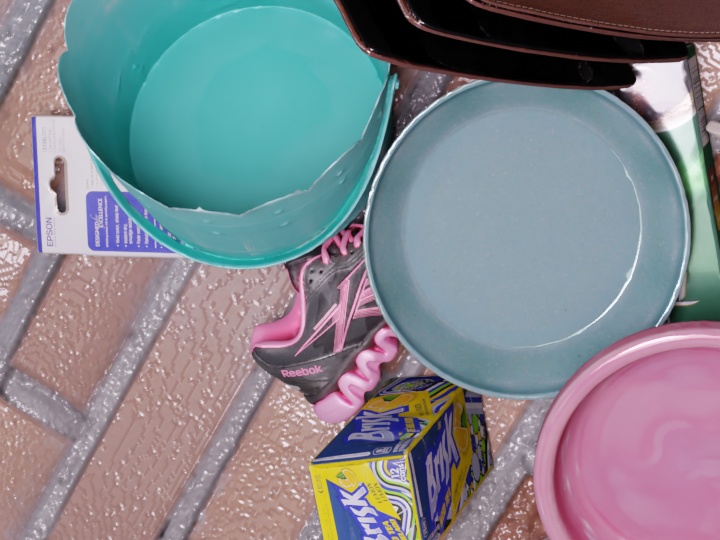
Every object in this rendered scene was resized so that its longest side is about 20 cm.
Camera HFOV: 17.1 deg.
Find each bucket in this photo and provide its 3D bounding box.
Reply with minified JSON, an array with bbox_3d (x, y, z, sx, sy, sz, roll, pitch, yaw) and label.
[{"bbox_3d":[-0.073,-0.106,1.467,0.205,0.135,0.209,-2,72,8],"label":"bucket"}]

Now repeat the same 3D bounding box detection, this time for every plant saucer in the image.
[{"bbox_3d":[0.100,-0.023,1.462,0.198,0.036,0.202,0,100,-1],"label":"plant saucer"},{"bbox_3d":[0.205,0.117,1.451,0.199,0.051,0.202,3,116,5],"label":"plant saucer"}]

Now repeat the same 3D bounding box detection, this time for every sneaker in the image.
[{"bbox_3d":[0.000,0.000,1.524,0.095,0.079,0.201,31,106,-12],"label":"sneaker"}]

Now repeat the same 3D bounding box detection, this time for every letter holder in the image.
[{"bbox_3d":[0.101,-0.152,1.369,0.101,0.199,0.143,-59,42,37],"label":"letter holder"}]

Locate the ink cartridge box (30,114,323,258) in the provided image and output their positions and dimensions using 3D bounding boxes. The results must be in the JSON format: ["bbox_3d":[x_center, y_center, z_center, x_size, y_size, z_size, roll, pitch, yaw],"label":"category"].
[{"bbox_3d":[-0.117,-0.057,1.575,0.198,0.037,0.096,1,102,11],"label":"ink cartridge box"}]

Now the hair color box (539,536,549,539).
[{"bbox_3d":[0.164,0.268,1.554,0.110,0.064,0.201,-26,95,17],"label":"hair color box"}]

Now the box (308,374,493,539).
[{"bbox_3d":[0.028,0.121,1.486,0.064,0.200,0.071,-8,100,16],"label":"box"}]

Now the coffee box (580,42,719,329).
[{"bbox_3d":[0.166,-0.034,1.502,0.122,0.044,0.202,-7,99,15],"label":"coffee box"}]

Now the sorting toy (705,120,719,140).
[{"bbox_3d":[0.343,-0.096,1.433,0.179,0.107,0.200,34,108,-15],"label":"sorting toy"}]
